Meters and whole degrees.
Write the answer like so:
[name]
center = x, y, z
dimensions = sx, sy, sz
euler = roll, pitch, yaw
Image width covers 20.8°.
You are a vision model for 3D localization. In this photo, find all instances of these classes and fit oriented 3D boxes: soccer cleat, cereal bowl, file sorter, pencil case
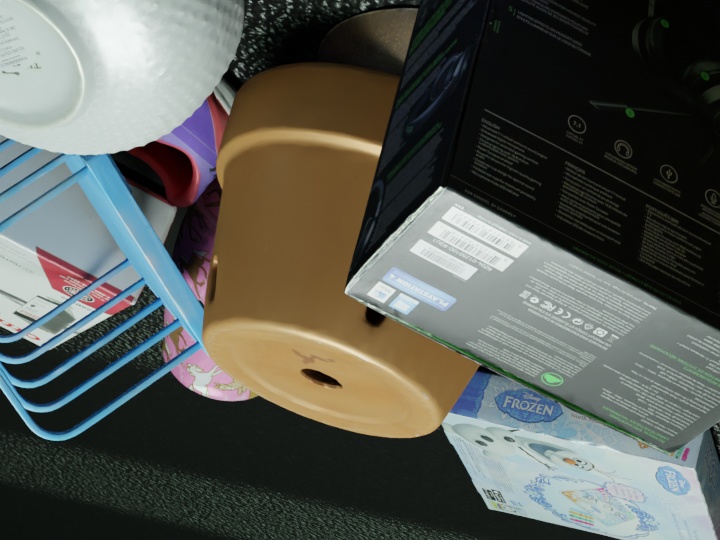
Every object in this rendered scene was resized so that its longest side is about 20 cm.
[soccer cleat]
center = -0.141, -0.113, 1.103
dimensions = 0.068, 0.074, 0.200
euler = 2, 152, 41
[cereal bowl]
center = -0.164, -0.132, 0.990
dimensions = 0.199, 0.084, 0.201
euler = 15, 140, 13
[file sorter]
center = -0.189, -0.006, 1.179
dimensions = 0.139, 0.122, 0.200
euler = 60, 172, -23
[pencil case]
center = -0.076, 0.004, 1.257
dimensions = 0.083, 0.086, 0.200
euler = 44, 150, 18

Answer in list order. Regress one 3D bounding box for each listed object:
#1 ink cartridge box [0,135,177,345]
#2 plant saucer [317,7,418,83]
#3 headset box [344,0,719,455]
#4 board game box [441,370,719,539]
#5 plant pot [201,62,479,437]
[ink cartridge box]
center = -0.237, -0.023, 1.385
dimensions = 0.146, 0.083, 0.200
euler = 28, 158, -17
[plant saucer]
center = 0.066, -0.073, 1.071
dimensions = 0.199, 0.032, 0.200
euler = 17, 158, 7
[headset box]
center = 0.104, -0.052, 0.870
dimensions = 0.173, 0.201, 0.093
euler = 26, 142, -16
[board game box]
center = 0.173, 0.148, 1.478
dimensions = 0.198, 0.044, 0.200
euler = 12, 157, 22
[plant pot]
center = 0.000, 0.000, 1.070
dimensions = 0.199, 0.141, 0.200
euler = 18, 159, 7
